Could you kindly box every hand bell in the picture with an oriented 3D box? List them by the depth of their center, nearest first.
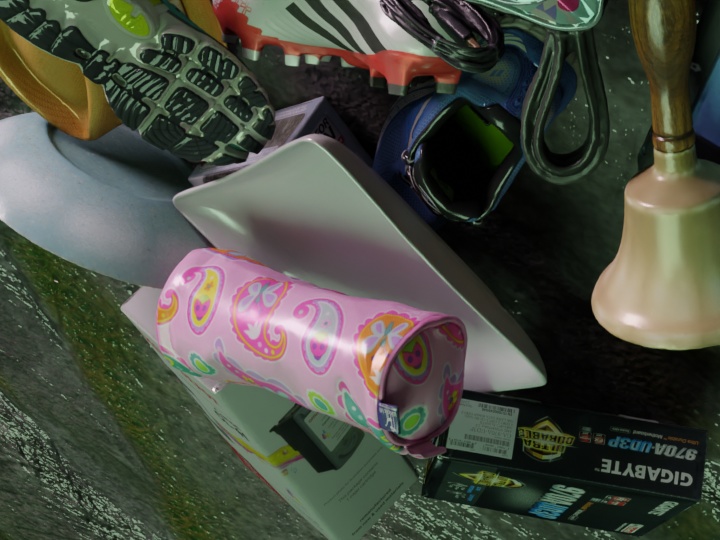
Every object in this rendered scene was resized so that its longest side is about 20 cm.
[{"bbox_3d":[0.156,-0.073,0.859,0.103,0.104,0.202,10,126,33],"label":"hand bell"}]

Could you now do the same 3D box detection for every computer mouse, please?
[{"bbox_3d":[0.010,-0.156,0.851,0.201,0.058,0.034,58,145,37],"label":"computer mouse"}]

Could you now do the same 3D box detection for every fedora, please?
[{"bbox_3d":[-0.177,-0.148,1.080,0.199,0.082,0.202,24,147,17],"label":"fedora"}]

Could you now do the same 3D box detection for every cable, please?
[{"bbox_3d":[0.100,-0.142,0.850,0.096,0.051,0.201,-16,124,10],"label":"cable"}]

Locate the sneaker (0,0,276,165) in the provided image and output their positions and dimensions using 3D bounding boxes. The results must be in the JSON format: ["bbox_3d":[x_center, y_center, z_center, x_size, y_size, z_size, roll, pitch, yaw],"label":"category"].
[{"bbox_3d":[-0.122,-0.139,0.987,0.077,0.080,0.200,-35,120,26],"label":"sneaker"}]

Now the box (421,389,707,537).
[{"bbox_3d":[0.122,0.125,1.100,0.157,0.047,0.200,10,166,1],"label":"box"}]

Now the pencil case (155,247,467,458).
[{"bbox_3d":[-0.029,0.046,1.010,0.199,0.088,0.088,17,145,38],"label":"pencil case"}]

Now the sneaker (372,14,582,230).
[{"bbox_3d":[0.047,-0.066,0.978,0.078,0.089,0.200,37,148,-3],"label":"sneaker"}]

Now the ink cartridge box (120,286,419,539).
[{"bbox_3d":[-0.063,0.087,1.232,0.147,0.086,0.200,34,165,48],"label":"ink cartridge box"}]

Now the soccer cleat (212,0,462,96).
[{"bbox_3d":[-0.011,-0.152,0.951,0.199,0.068,0.086,22,111,48],"label":"soccer cleat"}]

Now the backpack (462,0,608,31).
[{"bbox_3d":[0.048,-0.214,0.708,0.176,0.151,0.202,20,115,11],"label":"backpack"}]

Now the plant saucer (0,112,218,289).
[{"bbox_3d":[-0.161,-0.058,1.124,0.200,0.201,0.039,30,113,7],"label":"plant saucer"}]

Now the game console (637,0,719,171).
[{"bbox_3d":[0.238,-0.066,0.860,0.176,0.031,0.201,29,147,9],"label":"game console"}]

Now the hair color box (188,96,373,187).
[{"bbox_3d":[-0.011,-0.013,1.129,0.098,0.061,0.200,-9,127,48],"label":"hair color box"}]

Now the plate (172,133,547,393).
[{"bbox_3d":[0.000,0.000,1.032,0.199,0.032,0.199,44,154,-16],"label":"plate"}]
